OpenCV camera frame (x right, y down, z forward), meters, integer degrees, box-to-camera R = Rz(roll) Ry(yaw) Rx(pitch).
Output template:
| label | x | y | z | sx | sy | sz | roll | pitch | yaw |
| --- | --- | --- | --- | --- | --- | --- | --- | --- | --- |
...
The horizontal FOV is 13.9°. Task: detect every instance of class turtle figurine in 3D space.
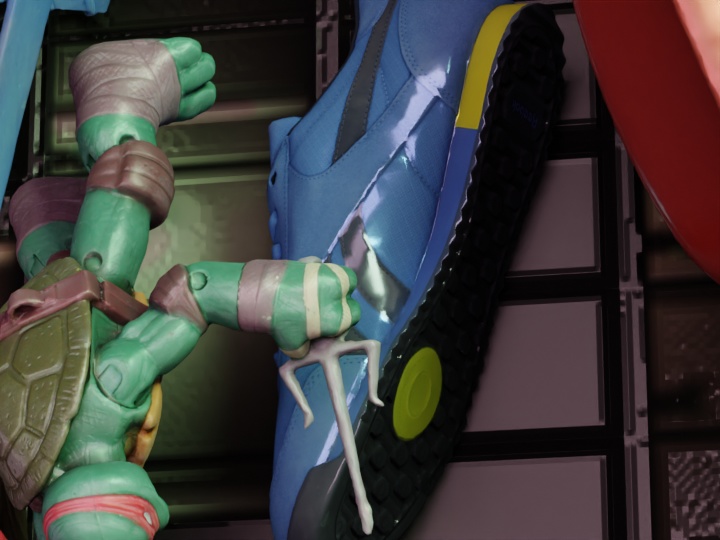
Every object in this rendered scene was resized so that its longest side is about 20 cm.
| label | x | y | z | sx | sy | sz | roll | pitch | yaw |
| --- | --- | --- | --- | --- | --- | --- | --- | --- | --- |
| turtle figurine | -0.068 | 0.032 | 0.880 | 0.150 | 0.101 | 0.200 | -41 | 41 | 31 |

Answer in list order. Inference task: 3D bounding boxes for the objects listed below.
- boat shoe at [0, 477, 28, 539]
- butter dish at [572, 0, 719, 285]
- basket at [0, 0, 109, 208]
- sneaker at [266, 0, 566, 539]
| label | x | y | z | sx | sy | sz | roll | pitch | yaw |
| --- | --- | --- | --- | --- | --- | --- | --- | --- | --- |
| boat shoe | -0.141 | 0.090 | 0.924 | 0.067 | 0.072 | 0.200 | -15 | 74 | 7 |
| butter dish | 0.139 | -0.063 | 0.885 | 0.199 | 0.148 | 0.200 | -9 | 69 | -35 |
| basket | -0.158 | -0.101 | 0.895 | 0.176 | 0.139 | 0.200 | 26 | 98 | 28 |
| sneaker | 0.000 | 0.000 | 0.933 | 0.078 | 0.066 | 0.200 | 11 | 75 | 26 |
